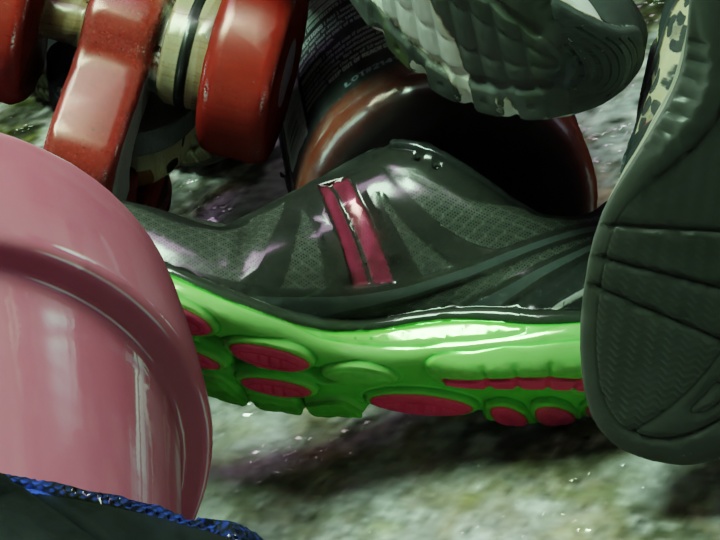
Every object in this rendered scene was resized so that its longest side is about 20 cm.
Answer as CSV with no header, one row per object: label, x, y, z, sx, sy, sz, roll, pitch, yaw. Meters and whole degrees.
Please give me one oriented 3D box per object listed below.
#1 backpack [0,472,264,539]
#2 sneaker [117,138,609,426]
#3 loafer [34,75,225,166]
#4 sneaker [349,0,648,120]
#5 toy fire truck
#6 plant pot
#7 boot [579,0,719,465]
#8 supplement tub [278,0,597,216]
backpack,-0.033,0.149,0.591,0.199,0.168,0.163,14,48,-9
sneaker,0.000,0.000,0.872,0.199,0.077,0.084,7,65,-4
loafer,-0.092,-0.101,1.156,0.067,0.076,0.200,-37,33,-19
sneaker,0.024,-0.121,0.844,0.085,0.075,0.200,-35,53,-24
toy fire truck,-0.071,-0.091,0.979,0.112,0.168,0.201,13,65,5
plant pot,-0.128,0.088,0.749,0.199,0.200,0.179,-19,44,-1
boot,0.125,-0.052,0.835,0.073,0.204,0.154,15,16,9
supplement tub,0.021,-0.063,0.994,0.107,0.107,0.200,-17,28,3
